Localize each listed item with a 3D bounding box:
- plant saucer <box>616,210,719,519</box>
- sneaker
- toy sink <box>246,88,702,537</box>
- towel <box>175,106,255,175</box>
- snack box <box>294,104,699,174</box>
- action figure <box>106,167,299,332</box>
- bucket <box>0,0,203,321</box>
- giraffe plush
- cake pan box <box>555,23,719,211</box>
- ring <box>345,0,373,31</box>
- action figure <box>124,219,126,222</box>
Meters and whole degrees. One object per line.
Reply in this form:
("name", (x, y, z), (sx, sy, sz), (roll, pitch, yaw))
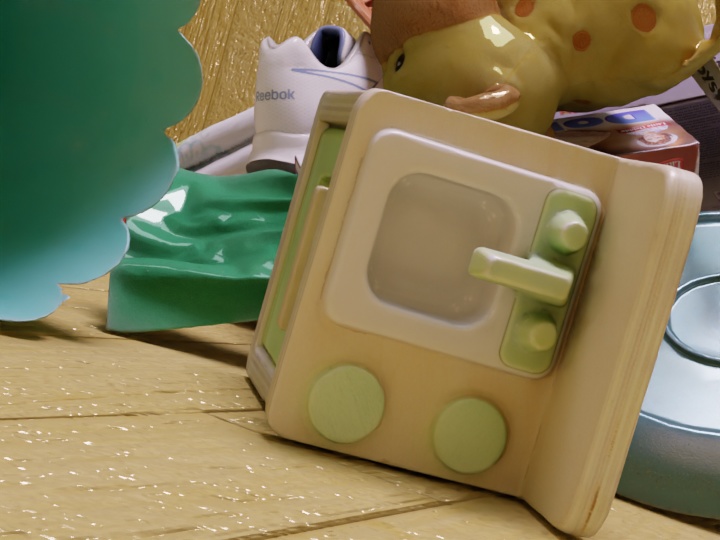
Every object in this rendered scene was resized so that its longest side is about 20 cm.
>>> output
("plant saucer", (0.164, 0.029, 0.724), (0.199, 0.028, 0.201), (-4, 36, 3))
("sneaker", (0.004, -0.100, 0.963), (0.074, 0.088, 0.200), (2, 8, 27))
("toy sink", (0.028, 0.006, 0.625), (0.112, 0.131, 0.200), (15, 4, -12))
("towel", (-0.079, -0.061, 1.096), (0.199, 0.048, 0.171), (-24, -13, 17))
("snack box", (0.069, -0.053, 0.850), (0.199, 0.024, 0.072), (-9, 23, -7))
("action figure", (-0.010, -0.007, 0.767), (0.199, 0.055, 0.118), (0, 47, 5))
("bucket", (-0.175, -0.087, 0.647), (0.134, 0.208, 0.207), (15, 2, 32))
("giraffe plush", (0.072, -0.110, 0.803), (0.200, 0.162, 0.173), (53, -23, 25))
("cake pan box", (0.222, -0.085, 0.988), (0.199, 0.053, 0.184), (-11, -22, 25))
("ring", (0.064, -0.106, 0.994), (0.200, 0.019, 0.200), (43, 11, -10))
("action figure", (-0.230, -0.055, 1.014), (0.199, 0.052, 0.065), (18, 35, 7))
